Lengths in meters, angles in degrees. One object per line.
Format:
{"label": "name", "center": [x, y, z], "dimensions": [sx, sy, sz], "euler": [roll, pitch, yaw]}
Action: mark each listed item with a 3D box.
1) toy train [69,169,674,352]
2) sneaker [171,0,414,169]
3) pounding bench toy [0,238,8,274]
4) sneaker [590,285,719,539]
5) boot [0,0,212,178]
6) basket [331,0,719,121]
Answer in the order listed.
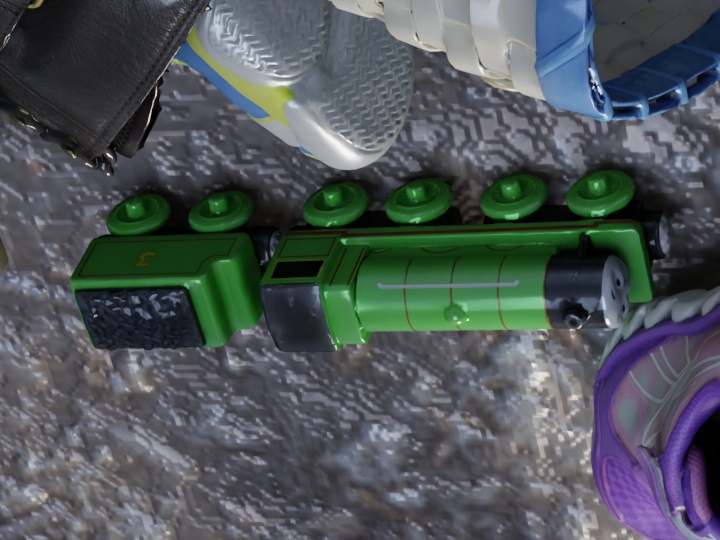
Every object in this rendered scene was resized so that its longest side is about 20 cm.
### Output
{"label": "toy train", "center": [0.000, 0.000, 0.906], "dimensions": [0.200, 0.056, 0.042], "euler": [-2, 126, 21]}
{"label": "sneaker", "center": [-0.069, -0.108, 0.847], "dimensions": [0.105, 0.076, 0.200], "euler": [-12, 121, 46]}
{"label": "pounding bench toy", "center": [-0.224, -0.027, 0.916], "dimensions": [0.200, 0.156, 0.124], "euler": [-13, 127, -10]}
{"label": "sneaker", "center": [0.113, 0.052, 0.859], "dimensions": [0.080, 0.089, 0.200], "euler": [30, 153, -5]}
{"label": "boot", "center": [-0.137, -0.077, 0.795], "dimensions": [0.174, 0.069, 0.200], "euler": [32, 136, -16]}
{"label": "basket", "center": [0.091, -0.111, 0.712], "dimensions": [0.200, 0.176, 0.139], "euler": [8, 110, 31]}
